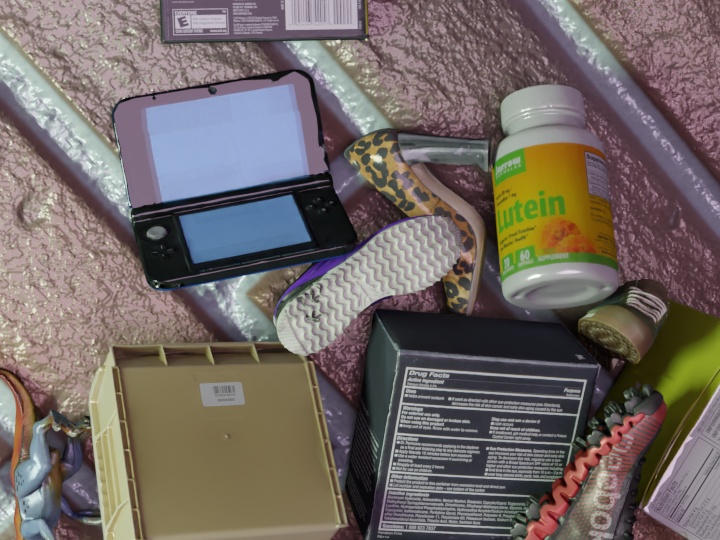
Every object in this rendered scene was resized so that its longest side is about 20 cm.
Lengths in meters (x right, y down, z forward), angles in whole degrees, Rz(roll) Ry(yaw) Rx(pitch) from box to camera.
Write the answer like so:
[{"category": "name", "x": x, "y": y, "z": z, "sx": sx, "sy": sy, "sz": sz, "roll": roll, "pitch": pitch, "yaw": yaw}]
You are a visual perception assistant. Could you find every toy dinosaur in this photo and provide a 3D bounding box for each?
[{"category": "toy dinosaur", "x": -0.302, "y": 0.220, "z": 1.361, "sx": 0.200, "sy": 0.105, "sz": 0.182, "roll": 36, "pitch": 102, "yaw": 22}]

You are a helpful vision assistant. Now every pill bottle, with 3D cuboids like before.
[{"category": "pill bottle", "x": 0.184, "y": -0.072, "z": 1.370, "sx": 0.111, "sy": 0.111, "sz": 0.200, "roll": 1, "pitch": 72, "yaw": -12}]

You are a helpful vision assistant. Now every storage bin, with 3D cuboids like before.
[{"category": "storage bin", "x": -0.135, "y": 0.171, "z": 1.304, "sx": 0.200, "sy": 0.094, "sz": 0.199, "roll": 0, "pitch": 59, "yaw": -23}]

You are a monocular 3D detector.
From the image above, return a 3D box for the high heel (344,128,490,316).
[{"category": "high heel", "x": 0.053, "y": -0.042, "z": 1.407, "sx": 0.142, "sy": 0.071, "sz": 0.200, "roll": 5, "pitch": 109, "yaw": 9}]

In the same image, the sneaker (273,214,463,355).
[{"category": "sneaker", "x": 0.000, "y": 0.000, "z": 1.366, "sx": 0.200, "sy": 0.100, "sz": 0.070, "roll": -30, "pitch": 107, "yaw": -4}]

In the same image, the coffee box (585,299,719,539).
[{"category": "coffee box", "x": 0.366, "y": 0.172, "z": 1.416, "sx": 0.198, "sy": 0.200, "sz": 0.200, "roll": 31, "pitch": 91, "yaw": -14}]

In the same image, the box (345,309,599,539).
[{"category": "box", "x": 0.104, "y": 0.153, "z": 1.375, "sx": 0.200, "sy": 0.123, "sz": 0.199, "roll": 5, "pitch": 108, "yaw": -13}]

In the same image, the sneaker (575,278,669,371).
[{"category": "sneaker", "x": 0.263, "y": 0.041, "z": 1.386, "sx": 0.067, "sy": 0.200, "sz": 0.090, "roll": 40, "pitch": 83, "yaw": 7}]

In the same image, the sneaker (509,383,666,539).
[{"category": "sneaker", "x": 0.225, "y": 0.198, "z": 1.294, "sx": 0.098, "sy": 0.071, "sz": 0.201, "roll": 37, "pitch": 100, "yaw": 5}]

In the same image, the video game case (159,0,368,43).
[{"category": "video game case", "x": -0.093, "y": -0.309, "z": 1.350, "sx": 0.200, "sy": 0.026, "sz": 0.181, "roll": -3, "pitch": 97, "yaw": -11}]

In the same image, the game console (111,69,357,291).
[{"category": "game console", "x": -0.119, "y": -0.087, "z": 1.328, "sx": 0.200, "sy": 0.171, "sz": 0.119, "roll": -12, "pitch": 126, "yaw": -10}]
